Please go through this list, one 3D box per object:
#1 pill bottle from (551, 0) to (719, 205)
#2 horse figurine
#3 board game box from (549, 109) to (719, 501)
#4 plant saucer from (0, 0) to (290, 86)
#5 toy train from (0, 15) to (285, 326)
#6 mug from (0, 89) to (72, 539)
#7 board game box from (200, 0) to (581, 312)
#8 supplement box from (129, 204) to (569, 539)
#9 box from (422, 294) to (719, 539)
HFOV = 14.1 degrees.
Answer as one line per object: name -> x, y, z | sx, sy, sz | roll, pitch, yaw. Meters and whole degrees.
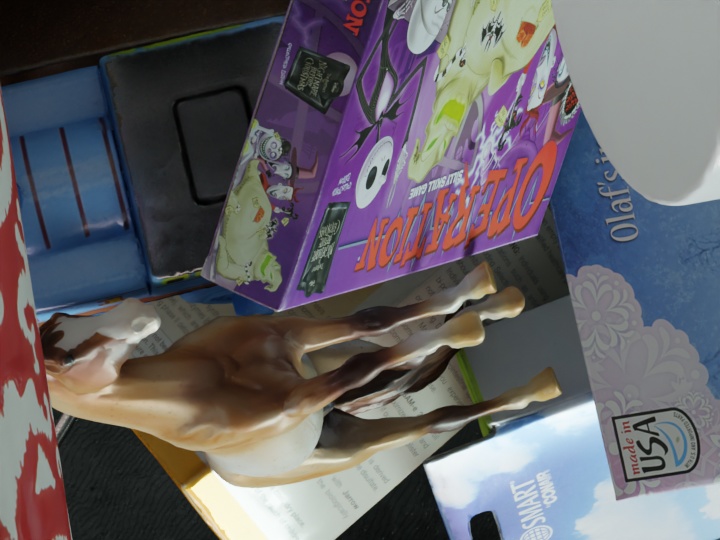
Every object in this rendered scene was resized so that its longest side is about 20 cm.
pill bottle -> 0.151, -0.081, 0.669 | 0.199, 0.115, 0.114 | -12, -178, -17
horse figurine -> -0.014, 0.033, 0.885 | 0.132, 0.050, 0.200 | -16, 170, 11
board game box -> 0.152, -0.044, 0.890 | 0.198, 0.201, 0.043 | -12, -176, 27
plant saucer -> -0.065, -0.085, 0.954 | 0.199, 0.035, 0.200 | -13, -178, 0
toy train -> -0.090, -0.020, 0.878 | 0.199, 0.087, 0.114 | -12, 174, -4
mug -> -0.160, 0.028, 0.754 | 0.176, 0.201, 0.133 | -12, -178, 12
board game box -> 0.026, -0.059, 0.801 | 0.032, 0.121, 0.200 | 27, -164, 17
supplement box -> 0.000, 0.000, 1.044 | 0.200, 0.074, 0.126 | -40, -137, -4
box -> 0.119, 0.046, 1.014 | 0.199, 0.048, 0.122 | -20, 143, 0
